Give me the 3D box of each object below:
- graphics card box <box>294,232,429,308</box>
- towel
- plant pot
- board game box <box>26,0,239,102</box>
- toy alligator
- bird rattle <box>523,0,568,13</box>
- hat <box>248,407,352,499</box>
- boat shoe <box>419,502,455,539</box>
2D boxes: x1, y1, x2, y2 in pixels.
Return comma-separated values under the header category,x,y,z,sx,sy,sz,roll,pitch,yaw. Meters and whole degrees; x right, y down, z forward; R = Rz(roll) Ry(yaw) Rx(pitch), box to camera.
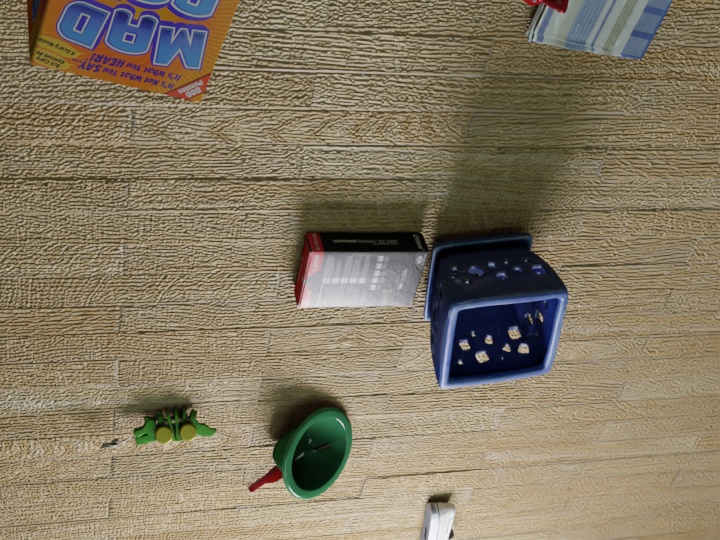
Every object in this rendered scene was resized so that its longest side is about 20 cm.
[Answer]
category,x,y,z,sx,sy,sz,roll,pitch,yaw
graphics card box,0.000,0.000,1.800,0.199,0.051,0.126,0,132,-16
towel,0.342,-0.371,1.575,0.199,0.024,0.147,5,129,-25
plant pot,0.205,0.053,1.826,0.199,0.180,0.201,-6,134,-11
board game box,-0.256,-0.347,1.276,0.199,0.200,0.200,9,129,-26
toy alligator,-0.350,0.270,1.948,0.199,0.059,0.055,-5,92,-12
bird rattle,0.248,-0.440,1.442,0.163,0.113,0.200,41,118,-15
hat,-0.139,0.323,2.090,0.200,0.176,0.166,-55,134,-17
boat shoe,0.167,0.566,2.383,0.065,0.074,0.201,-3,135,-9
